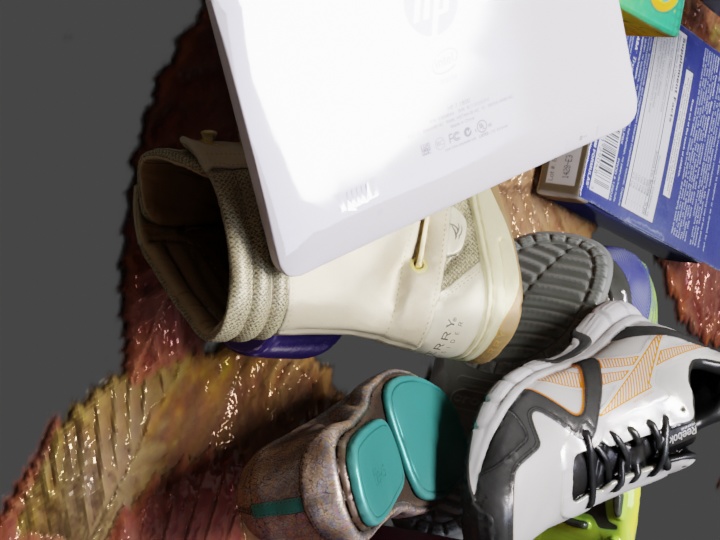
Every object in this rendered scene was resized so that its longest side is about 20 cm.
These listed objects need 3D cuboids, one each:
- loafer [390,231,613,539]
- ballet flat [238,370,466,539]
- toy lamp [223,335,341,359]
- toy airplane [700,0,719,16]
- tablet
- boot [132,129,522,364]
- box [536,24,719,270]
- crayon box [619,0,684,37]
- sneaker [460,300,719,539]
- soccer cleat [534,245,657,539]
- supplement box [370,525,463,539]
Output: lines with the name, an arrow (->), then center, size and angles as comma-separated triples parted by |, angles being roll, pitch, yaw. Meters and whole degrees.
loafer -> 0.070, 0.066, 1.434 | 0.200, 0.075, 0.070 | -59, 155, -28
ballet flat -> -0.007, 0.085, 1.279 | 0.200, 0.067, 0.068 | -5, 80, -74
toy lamp -> 0.000, 0.000, 1.304 | 0.200, 0.058, 0.058 | -23, 116, -56
toy airplane -> 0.192, -0.185, 1.507 | 0.199, 0.141, 0.200 | -92, 158, -65
tablet -> 0.030, -0.090, 1.172 | 0.200, 0.014, 0.130 | -25, 110, -33
boot -> -0.026, -0.052, 1.222 | 0.155, 0.073, 0.200 | 3, 59, -32
box -> 0.163, -0.076, 1.584 | 0.200, 0.032, 0.121 | 23, 77, -57
crayon box -> 0.059, -0.159, 1.308 | 0.200, 0.119, 0.058 | 18, 80, -59
sneaker -> 0.114, 0.075, 1.350 | 0.200, 0.080, 0.074 | -40, 140, -48
soccer cleat -> 0.132, 0.086, 1.537 | 0.084, 0.065, 0.201 | -8, 103, -61
supplement box -> 0.033, 0.232, 1.379 | 0.110, 0.086, 0.200 | -56, 141, -36
